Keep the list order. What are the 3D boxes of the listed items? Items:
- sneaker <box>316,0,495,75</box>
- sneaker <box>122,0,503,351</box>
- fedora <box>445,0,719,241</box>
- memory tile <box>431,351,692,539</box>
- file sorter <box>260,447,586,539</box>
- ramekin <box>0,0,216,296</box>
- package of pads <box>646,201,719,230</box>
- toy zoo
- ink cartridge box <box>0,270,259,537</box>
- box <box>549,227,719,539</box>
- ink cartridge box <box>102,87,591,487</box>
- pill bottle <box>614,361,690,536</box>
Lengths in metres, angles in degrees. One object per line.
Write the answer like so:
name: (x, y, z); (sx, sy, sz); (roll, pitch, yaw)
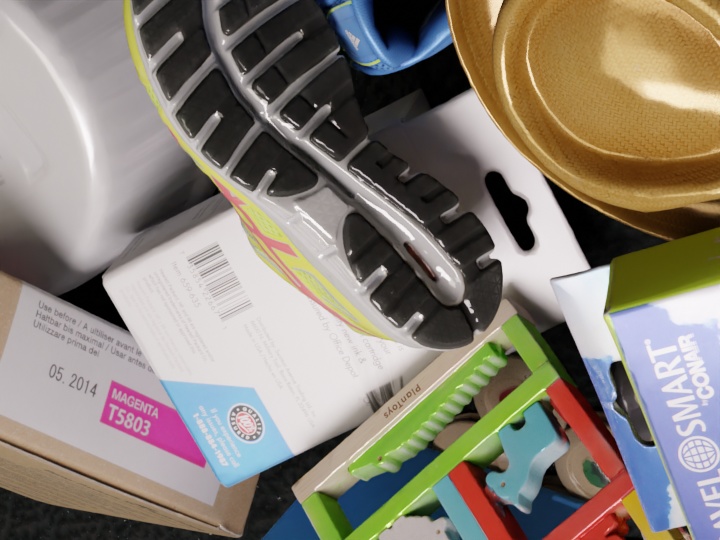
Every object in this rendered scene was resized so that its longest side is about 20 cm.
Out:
sneaker: (-0.007, -0.120, 0.800); (0.199, 0.105, 0.076); (-19, 108, 37)
sneaker: (-0.033, -0.043, 0.777); (0.200, 0.078, 0.090); (53, 158, -9)
fedora: (0.112, -0.076, 0.667); (0.200, 0.082, 0.202); (14, 125, 21)
memory tile: (0.115, 0.140, 0.930); (0.200, 0.017, 0.154); (37, 130, 8)
file sorter: (0.013, 0.193, 0.885); (0.138, 0.200, 0.123); (16, 126, 24)
ramekin: (-0.171, -0.081, 0.930); (0.200, 0.098, 0.201); (15, 123, 25)
package of pads: (0.146, -0.116, 0.727); (0.120, 0.076, 0.200); (38, 130, 8)
toy zoo: (0.063, 0.124, 0.772); (0.131, 0.020, 0.200); (-43, 53, 13)
ink cartridge box: (-0.167, 0.062, 0.937); (0.164, 0.075, 0.200); (2, 159, 43)
box: (0.176, 0.034, 0.659); (0.199, 0.048, 0.122); (-16, 112, 20)
ink cartridge box: (0.000, 0.000, 0.865); (0.199, 0.067, 0.116); (-26, 101, 15)
pill bottle: (0.205, 0.028, 0.748); (0.200, 0.112, 0.112); (-35, 95, 40)
